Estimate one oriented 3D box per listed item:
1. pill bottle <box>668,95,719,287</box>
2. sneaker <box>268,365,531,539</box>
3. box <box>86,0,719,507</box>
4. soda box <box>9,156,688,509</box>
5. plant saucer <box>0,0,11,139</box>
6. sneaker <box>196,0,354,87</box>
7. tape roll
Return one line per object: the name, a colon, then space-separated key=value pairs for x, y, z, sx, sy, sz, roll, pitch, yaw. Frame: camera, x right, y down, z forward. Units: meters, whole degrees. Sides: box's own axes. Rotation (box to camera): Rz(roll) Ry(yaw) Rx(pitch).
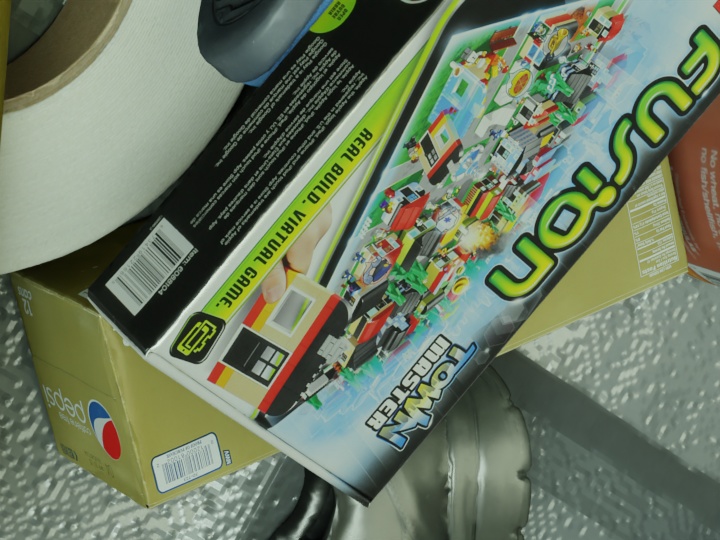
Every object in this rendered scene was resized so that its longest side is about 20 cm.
pill bottle: x=0.178 y=-0.033 z=0.834 sx=0.112 sy=0.200 sz=0.113 roll=-7 pitch=104 yaw=-30
sneaker: x=0.001 y=0.126 z=0.850 sx=0.090 sy=0.076 sz=0.201 roll=-1 pitch=95 yaw=-21
box: x=0.029 y=-0.039 z=0.723 sx=0.200 sy=0.035 sz=0.110 roll=-50 pitch=137 yaw=2
soda box: x=0.000 y=0.000 z=0.814 sx=0.199 sy=0.068 sz=0.064 roll=-22 pitch=111 yaw=-25
plant saucer: x=-0.177 y=-0.004 z=0.649 sx=0.199 sy=0.048 sz=0.201 roll=4 pitch=92 yaw=-28
sneaker: x=0.022 y=-0.113 z=0.767 sx=0.078 sy=0.066 sz=0.200 roll=47 pitch=49 yaw=-23
tape roll: x=-0.116 y=-0.098 z=0.742 sx=0.202 sy=0.037 sz=0.204 roll=-8 pitch=105 yaw=-30
